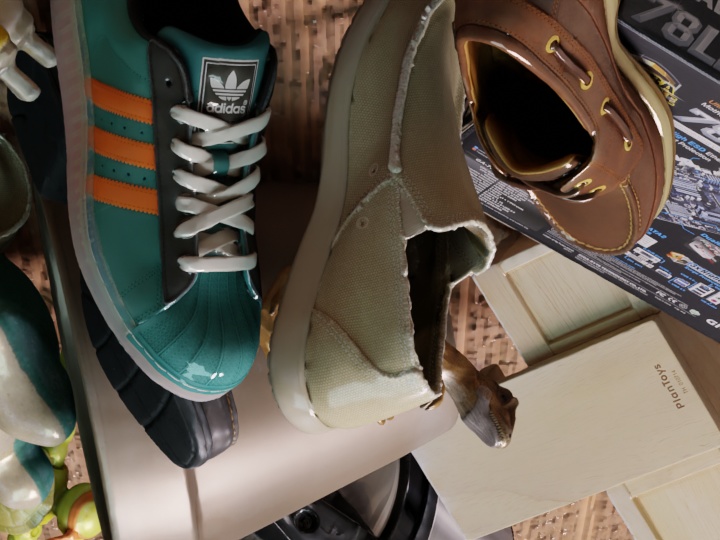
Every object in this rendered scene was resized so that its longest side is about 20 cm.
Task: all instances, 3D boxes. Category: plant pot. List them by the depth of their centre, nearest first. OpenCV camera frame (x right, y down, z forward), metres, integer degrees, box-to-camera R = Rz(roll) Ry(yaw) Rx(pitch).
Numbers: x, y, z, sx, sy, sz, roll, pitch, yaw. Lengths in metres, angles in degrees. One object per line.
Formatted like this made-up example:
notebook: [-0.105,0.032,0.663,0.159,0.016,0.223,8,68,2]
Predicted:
plant pot: [-0.051,0.034,1.208,0.173,0.200,0.200,-13,152,-8]

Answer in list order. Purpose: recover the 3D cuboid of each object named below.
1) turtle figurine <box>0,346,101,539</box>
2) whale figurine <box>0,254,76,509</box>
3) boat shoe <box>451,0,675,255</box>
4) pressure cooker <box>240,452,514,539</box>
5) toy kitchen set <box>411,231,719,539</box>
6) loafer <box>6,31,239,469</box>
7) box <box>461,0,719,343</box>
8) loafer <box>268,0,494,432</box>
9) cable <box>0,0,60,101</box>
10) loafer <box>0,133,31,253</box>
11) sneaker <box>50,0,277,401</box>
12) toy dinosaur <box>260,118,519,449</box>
turtle figurine: [-0.191,0.113,1.351,0.161,0.201,0.064,24,-161,27]
whale figurine: [-0.182,0.038,1.240,0.159,0.104,0.200,60,153,-13]
boat shoe: [0.070,-0.060,0.978,0.072,0.068,0.200,12,153,23]
pressure cooker: [-0.023,0.137,1.373,0.175,0.179,0.200,-8,150,23]
toy kitchen set: [0.138,0.052,1.319,0.163,0.180,0.200,-25,102,35]
loafer: [-0.084,-0.015,1.084,0.072,0.200,0.073,-13,165,-27]
box: [0.148,-0.042,1.086,0.200,0.050,0.198,28,155,-12]
loafer: [0.021,-0.028,1.032,0.068,0.201,0.076,7,165,22]
cable: [-0.205,-0.141,1.022,0.050,0.097,0.200,-43,115,10]
loafer: [-0.206,-0.066,1.121,0.068,0.076,0.200,-13,146,33]
sneaker: [-0.070,-0.052,1.014,0.071,0.201,0.080,-3,163,-40]
toy dinosaur: [0.000,0.000,1.123,0.060,0.106,0.200,-2,121,49]
